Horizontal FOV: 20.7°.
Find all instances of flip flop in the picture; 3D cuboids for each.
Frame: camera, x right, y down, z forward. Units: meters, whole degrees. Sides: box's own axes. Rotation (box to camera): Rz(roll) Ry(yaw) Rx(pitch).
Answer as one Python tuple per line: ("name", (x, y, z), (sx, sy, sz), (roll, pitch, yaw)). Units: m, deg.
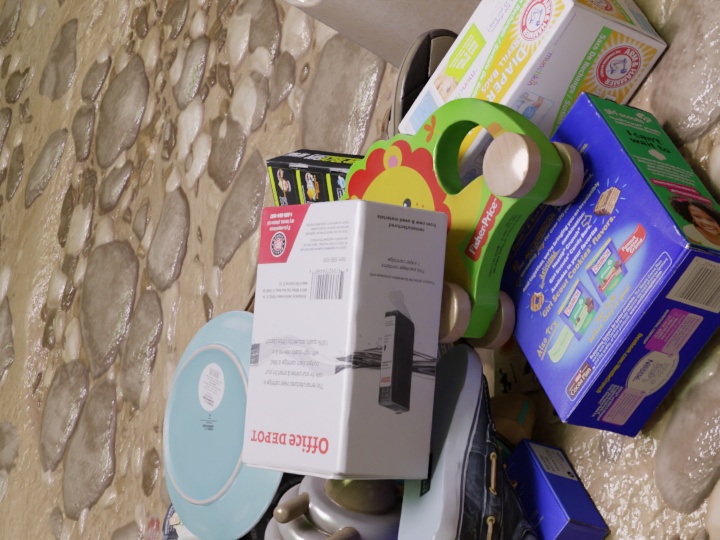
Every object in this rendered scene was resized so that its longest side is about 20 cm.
("flip flop", (0.047, -0.112, 1.701), (0.058, 0.081, 0.201), (33, 125, 47))

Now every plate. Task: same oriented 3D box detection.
("plate", (-0.123, 0.132, 1.676), (0.200, 0.026, 0.201), (-17, 69, 52))

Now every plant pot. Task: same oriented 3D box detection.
("plant pot", (0.032, -0.267, 1.733), (0.200, 0.183, 0.201), (-31, 50, 47))

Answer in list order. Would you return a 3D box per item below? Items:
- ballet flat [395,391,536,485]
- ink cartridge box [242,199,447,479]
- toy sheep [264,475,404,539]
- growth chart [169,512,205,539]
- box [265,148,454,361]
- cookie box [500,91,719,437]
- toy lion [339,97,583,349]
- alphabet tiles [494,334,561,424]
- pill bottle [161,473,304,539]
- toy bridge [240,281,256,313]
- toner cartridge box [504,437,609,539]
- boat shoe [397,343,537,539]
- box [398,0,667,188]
("ballet flat", (0.075, 0.147, 1.595), (0.200, 0.069, 0.063), (-26, 27, 49))
("ink cartridge box", (-0.014, 0.054, 1.472), (0.144, 0.084, 0.201), (-1, 82, 57))
("toy sheep", (-0.019, 0.231, 1.584), (0.138, 0.138, 0.200), (58, 136, 50))
("growth chart", (-0.124, 0.154, 1.706), (0.145, 0.018, 0.201), (-3, 81, 54))
("box", (0.000, 0.000, 1.695), (0.193, 0.047, 0.201), (11, 117, 60))
("cookie box", (0.184, -0.007, 1.462), (0.171, 0.075, 0.200), (-57, 35, 26))
("toy lion", (0.058, -0.045, 1.509), (0.192, 0.069, 0.200), (43, 117, 42))
("alphabet tiles", (0.170, 0.034, 1.542), (0.200, 0.008, 0.168), (-27, 54, 49))
("pill bottle", (-0.083, 0.229, 1.740), (0.200, 0.106, 0.107), (-17, 61, 52))
("toy bridge", (-0.111, 0.086, 1.924), (0.067, 0.027, 0.201), (8, 82, 60))
("toner cartridge box", (0.103, 0.235, 1.512), (0.200, 0.043, 0.095), (-56, 35, 24))
("boat shoe", (0.084, 0.154, 1.472), (0.071, 0.091, 0.201), (-36, 33, 42))
("box", (0.136, -0.148, 1.592), (0.200, 0.101, 0.113), (-56, 35, 24))
